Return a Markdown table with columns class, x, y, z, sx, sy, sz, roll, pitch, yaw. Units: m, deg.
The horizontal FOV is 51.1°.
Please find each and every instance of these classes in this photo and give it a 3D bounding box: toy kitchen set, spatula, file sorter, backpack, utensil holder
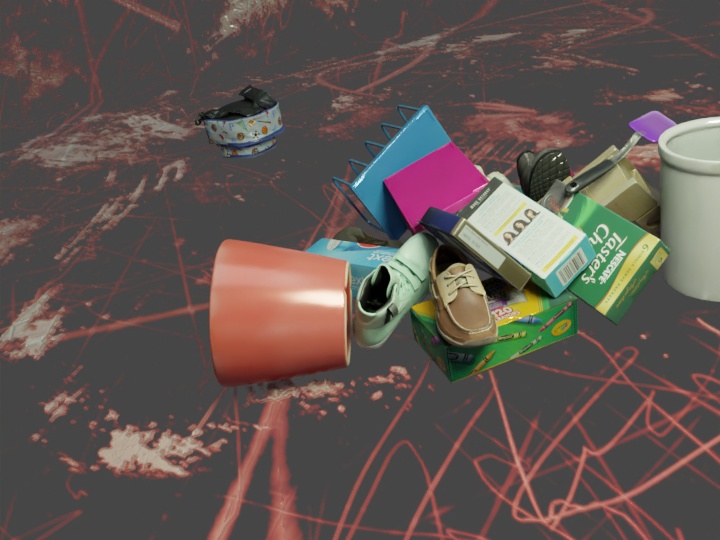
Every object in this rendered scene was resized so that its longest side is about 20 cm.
| class | x | y | z | sx | sy | sz | roll | pitch | yaw |
| --- | --- | --- | --- | --- | --- | --- | --- | --- | --- |
| toy kitchen set | 0.372 | -0.033 | 1.139 | 0.199 | 0.178 | 0.166 | -39 | 46 | 27 |
| spatula | 0.366 | -0.165 | 1.065 | 0.198 | 0.021 | 0.057 | -37 | 53 | -9 |
| file sorter | 0.064 | -0.184 | 1.383 | 0.201 | 0.139 | 0.122 | -47 | 30 | -8 |
| backpack | -0.294 | -0.375 | 1.952 | 0.188 | 0.157 | 0.199 | 6 | 37 | 46 |
| utensil holder | 0.493 | -0.084 | 1.028 | 0.165 | 0.205 | 0.171 | -8 | 26 | 4 |
| file sorter | 0.142 | -0.096 | 1.248 | 0.136 | 0.127 | 0.201 | -27 | 30 | 2 |

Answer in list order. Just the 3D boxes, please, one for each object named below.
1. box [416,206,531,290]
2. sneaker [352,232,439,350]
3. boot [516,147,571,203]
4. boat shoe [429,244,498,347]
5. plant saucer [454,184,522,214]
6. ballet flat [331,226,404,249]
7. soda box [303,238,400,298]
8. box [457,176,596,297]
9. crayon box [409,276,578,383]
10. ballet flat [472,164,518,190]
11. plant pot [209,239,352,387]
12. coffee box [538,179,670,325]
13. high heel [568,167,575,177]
| class | x | y | z | sx | sy | sz | roll | pitch | yaw |
| --- | --- | --- | --- | --- | --- | --- | --- | --- | --- |
| box | 0.150 | -0.037 | 1.047 | 0.033 | 0.120 | 0.200 | -52 | 14 | 1 |
| sneaker | 0.059 | 0.008 | 1.055 | 0.073 | 0.119 | 0.202 | 29 | 66 | 14 |
| boot | 0.283 | -0.149 | 1.211 | 0.068 | 0.202 | 0.134 | -15 | 51 | 0 |
| boat shoe | 0.124 | 0.029 | 0.970 | 0.074 | 0.074 | 0.201 | -14 | 27 | -5 |
| plant saucer | 0.245 | -0.115 | 1.379 | 0.194 | 0.028 | 0.202 | -9 | 28 | 5 |
| ballet flat | 0.017 | -0.033 | 1.301 | 0.198 | 0.046 | 0.068 | 14 | 67 | 49 |
| soda box | 0.000 | 0.000 | 1.215 | 0.196 | 0.066 | 0.068 | 10 | 33 | 34 |
| box | 0.225 | -0.050 | 1.045 | 0.082 | 0.049 | 0.200 | -44 | 41 | 0 |
| crayon box | 0.180 | 0.067 | 1.021 | 0.195 | 0.060 | 0.119 | -19 | 28 | -14 |
| ballet flat | 0.225 | -0.151 | 1.354 | 0.068 | 0.071 | 0.199 | -24 | 30 | -24 |
| plant pot | -0.100 | 0.059 | 1.026 | 0.172 | 0.206 | 0.202 | 1 | 27 | 2 |
| coffee box | 0.308 | -0.031 | 1.033 | 0.124 | 0.044 | 0.200 | -53 | 43 | 9 |
| high heel | 0.368 | -0.125 | 1.336 | 0.094 | 0.068 | 0.202 | 17 | 30 | -15 |
